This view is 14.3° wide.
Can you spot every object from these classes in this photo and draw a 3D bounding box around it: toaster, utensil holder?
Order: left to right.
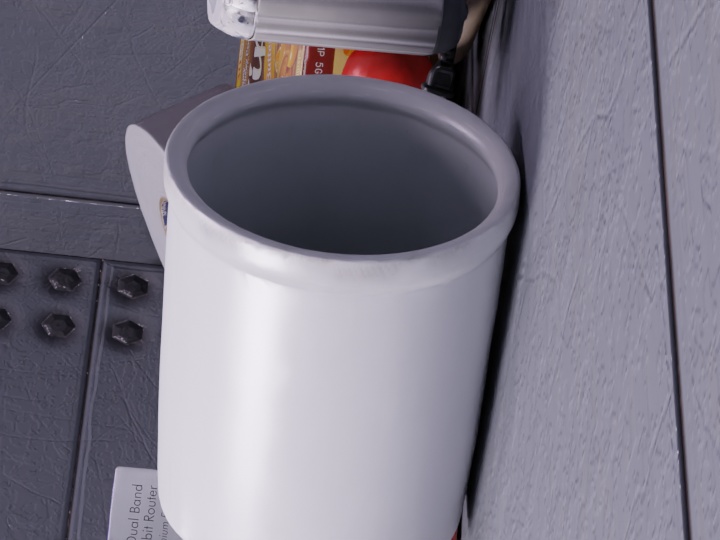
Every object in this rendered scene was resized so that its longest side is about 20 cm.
[{"bbox_3d":[-0.018,0.031,1.399,0.170,0.170,0.200,-90,6,-56],"label":"utensil holder"},{"bbox_3d":[-0.012,-0.189,1.504,0.114,0.129,0.200,-140,52,-80],"label":"toaster"}]

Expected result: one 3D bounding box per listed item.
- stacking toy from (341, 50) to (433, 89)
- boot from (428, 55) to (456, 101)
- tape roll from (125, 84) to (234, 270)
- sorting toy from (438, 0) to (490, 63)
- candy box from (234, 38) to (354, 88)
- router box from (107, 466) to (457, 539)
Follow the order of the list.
[{"bbox_3d":[0.011,-0.177,1.602,0.085,0.085,0.200,-155,61,-86],"label":"stacking toy"},{"bbox_3d":[0.018,-0.086,1.776,0.200,0.074,0.155,97,173,-57],"label":"boot"},{"bbox_3d":[-0.069,-0.009,1.723,0.200,0.066,0.200,59,165,27],"label":"tape roll"},{"bbox_3d":[0.063,-0.232,1.573,0.185,0.036,0.200,111,165,-76],"label":"sorting toy"},{"bbox_3d":[-0.031,-0.121,1.737,0.200,0.055,0.116,172,105,-75],"label":"candy box"},{"bbox_3d":[-0.046,0.207,1.445,0.049,0.179,0.200,103,172,-65],"label":"router box"}]
